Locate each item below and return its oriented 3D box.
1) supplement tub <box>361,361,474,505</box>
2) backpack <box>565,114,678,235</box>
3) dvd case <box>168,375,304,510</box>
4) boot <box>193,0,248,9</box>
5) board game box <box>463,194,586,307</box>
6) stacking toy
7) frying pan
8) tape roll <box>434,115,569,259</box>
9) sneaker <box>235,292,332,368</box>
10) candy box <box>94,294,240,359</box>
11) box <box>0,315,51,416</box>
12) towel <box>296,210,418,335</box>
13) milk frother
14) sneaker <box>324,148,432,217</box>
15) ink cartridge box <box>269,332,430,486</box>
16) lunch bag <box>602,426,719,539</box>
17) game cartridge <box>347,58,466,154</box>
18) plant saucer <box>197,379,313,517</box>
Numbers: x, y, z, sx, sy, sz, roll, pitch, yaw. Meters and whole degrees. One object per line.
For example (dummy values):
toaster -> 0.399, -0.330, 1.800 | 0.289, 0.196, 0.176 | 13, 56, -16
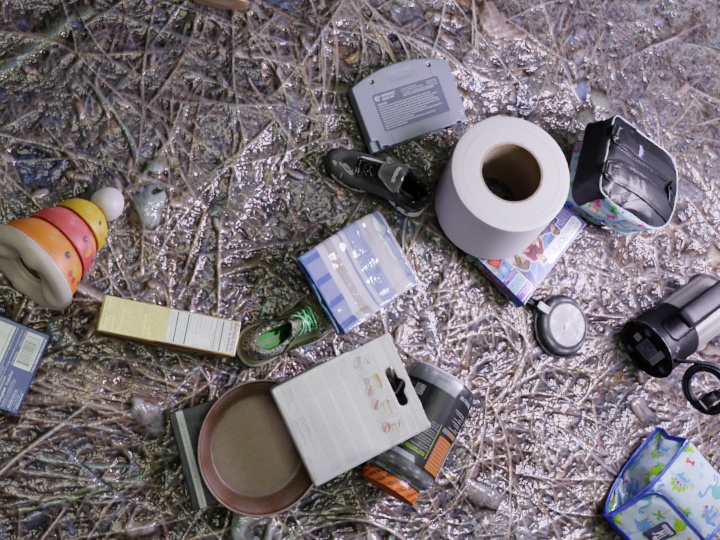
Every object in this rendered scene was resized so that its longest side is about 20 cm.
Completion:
supplement tub -> 0.088, 0.259, 1.352 | 0.122, 0.122, 0.202 | 35, 73, -12
backpack -> 0.474, -0.160, 1.534 | 0.197, 0.150, 0.180 | 23, 72, -21
dvd case -> -0.181, 0.264, 1.309 | 0.197, 0.016, 0.151 | -15, 89, -22
boot -> -0.263, -0.512, 1.356 | 0.198, 0.071, 0.147 | 14, 81, -13
board game box -> 0.294, -0.055, 1.507 | 0.135, 0.034, 0.200 | 43, 72, -2
stacking toy -> -0.416, -0.057, 1.223 | 0.146, 0.146, 0.201 | 45, 55, -9
frying pan -> 0.346, 0.068, 1.525 | 0.114, 0.031, 0.192 | -35, 98, -22
tape roll -> 0.234, -0.136, 1.425 | 0.199, 0.139, 0.207 | 2, 73, -7
sneaker -> -0.101, 0.090, 1.323 | 0.198, 0.088, 0.078 | -30, 93, -21
candy box -> -0.284, 0.085, 1.242 | 0.197, 0.115, 0.056 | 12, 79, -18
box -> -0.551, 0.110, 1.185 | 0.198, 0.032, 0.123 | 25, 74, -17
towel -> 0.000, 0.000, 1.378 | 0.199, 0.024, 0.148 | -32, 94, -39
milk frother -> 0.616, 0.132, 1.530 | 0.186, 0.180, 0.202 | -29, 90, -20
sneaker -> 0.037, -0.156, 1.407 | 0.198, 0.090, 0.067 | 26, 74, -15
ink cartridge box -> -0.016, 0.207, 1.283 | 0.197, 0.050, 0.163 | -26, 92, -8
lunch bag -> 0.543, 0.414, 1.503 | 0.200, 0.127, 0.170 | -45, 101, -7
game cartridge -> 0.079, -0.293, 1.472 | 0.197, 0.041, 0.135 | -21, 93, -22
plant saucer -> -0.153, 0.268, 1.291 | 0.197, 0.037, 0.205 | 3, 82, -21
